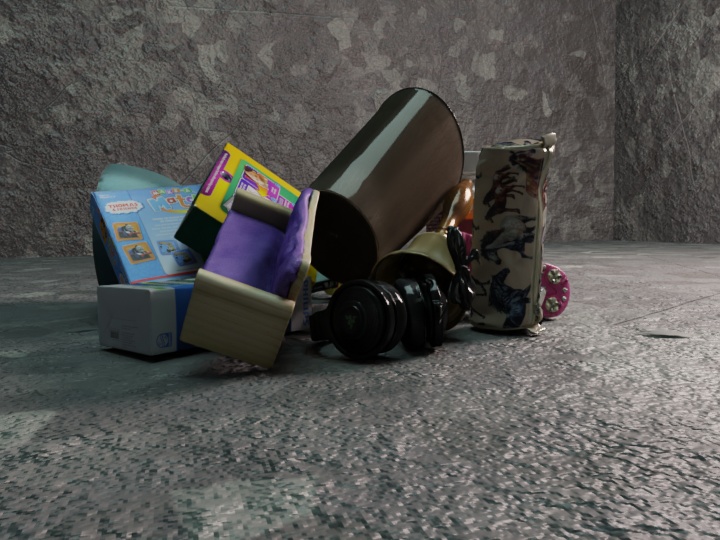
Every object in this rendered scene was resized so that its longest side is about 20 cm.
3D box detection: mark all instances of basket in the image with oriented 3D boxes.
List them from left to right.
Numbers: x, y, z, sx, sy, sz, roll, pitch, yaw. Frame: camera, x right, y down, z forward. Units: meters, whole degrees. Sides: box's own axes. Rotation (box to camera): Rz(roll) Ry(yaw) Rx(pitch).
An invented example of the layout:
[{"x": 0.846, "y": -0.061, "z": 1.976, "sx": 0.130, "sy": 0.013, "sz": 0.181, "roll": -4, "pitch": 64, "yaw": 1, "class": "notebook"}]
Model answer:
[{"x": 0.020, "y": -0.088, "z": 0.741, "sx": 0.134, "sy": 0.183, "sz": 0.200, "roll": 25, "pitch": 43, "yaw": 17, "class": "basket"}]

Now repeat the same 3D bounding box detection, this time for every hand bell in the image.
[{"x": 0.092, "y": -0.041, "z": 0.710, "sx": 0.102, "sy": 0.106, "sz": 0.202, "roll": 1, "pitch": 41, "yaw": 28, "class": "hand bell"}]

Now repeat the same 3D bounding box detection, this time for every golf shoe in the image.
[{"x": 0.150, "y": 0.011, "z": 0.787, "sx": 0.195, "sy": 0.077, "sz": 0.092, "roll": 21, "pitch": -9, "yaw": -3, "class": "golf shoe"}]

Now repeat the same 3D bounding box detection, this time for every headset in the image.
[{"x": 0.030, "y": 0.025, "z": 0.576, "sx": 0.121, "sy": 0.097, "sz": 0.198, "roll": -4, "pitch": -6, "yaw": -34, "class": "headset"}]

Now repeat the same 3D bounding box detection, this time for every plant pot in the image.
[{"x": -0.294, "y": -0.050, "z": 0.946, "sx": 0.131, "sy": 0.207, "sz": 0.200, "roll": 0, "pitch": 4, "yaw": -6, "class": "plant pot"}]

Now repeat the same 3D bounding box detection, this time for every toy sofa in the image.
[{"x": -0.093, "y": -0.015, "z": 0.581, "sx": 0.081, "sy": 0.099, "sz": 0.201, "roll": 19, "pitch": 24, "yaw": -10, "class": "toy sofa"}]

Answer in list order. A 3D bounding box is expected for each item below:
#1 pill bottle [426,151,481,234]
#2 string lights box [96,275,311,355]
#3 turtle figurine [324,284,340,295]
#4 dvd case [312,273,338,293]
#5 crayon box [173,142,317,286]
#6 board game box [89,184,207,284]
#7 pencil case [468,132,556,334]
[{"x": 0.146, "y": -0.056, "z": 0.893, "sx": 0.111, "sy": 0.206, "sz": 0.114, "roll": -1, "pitch": 4, "yaw": 0, "class": "pill bottle"}, {"x": -0.152, "y": 0.039, "z": 0.661, "sx": 0.101, "sy": 0.061, "sz": 0.197, "roll": 2, "pitch": 4, "yaw": 41, "class": "string lights box"}, {"x": -0.023, "y": 0.002, "z": 1.008, "sx": 0.196, "sy": 0.066, "sz": 0.162, "roll": -24, "pitch": 12, "yaw": 21, "class": "turtle figurine"}, {"x": -0.145, "y": -0.007, "z": 0.891, "sx": 0.196, "sy": 0.022, "sz": 0.146, "roll": -14, "pitch": 45, "yaw": -36, "class": "dvd case"}, {"x": -0.133, "y": -0.062, "z": 0.845, "sx": 0.171, "sy": 0.058, "sz": 0.202, "roll": 34, "pitch": 26, "yaw": -18, "class": "crayon box"}, {"x": -0.233, "y": -0.026, "z": 0.803, "sx": 0.148, "sy": 0.037, "sz": 0.202, "roll": -9, "pitch": 52, "yaw": -36, "class": "board game box"}, {"x": 0.160, "y": -0.039, "z": 0.675, "sx": 0.088, "sy": 0.206, "sz": 0.077, "roll": 10, "pitch": 13, "yaw": 39, "class": "pencil case"}]
